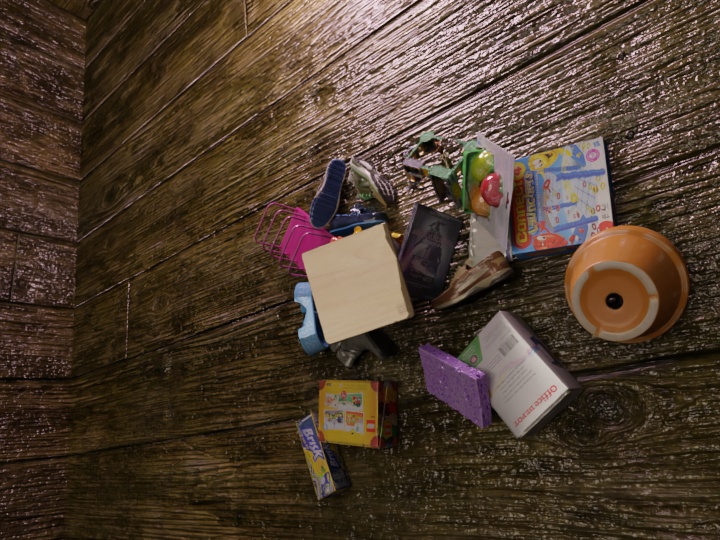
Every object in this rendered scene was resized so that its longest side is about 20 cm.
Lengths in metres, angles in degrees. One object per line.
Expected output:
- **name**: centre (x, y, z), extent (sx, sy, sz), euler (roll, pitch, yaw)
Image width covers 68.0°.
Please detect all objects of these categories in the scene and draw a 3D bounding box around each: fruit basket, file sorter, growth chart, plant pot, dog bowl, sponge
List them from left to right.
- **file sorter**: centre (-0.191, -0.085, 1.517), extent (0.199, 0.124, 0.141), euler (38, 109, 39)
- **dog bowl**: centre (-0.123, 0.124, 1.437), extent (0.049, 0.111, 0.204), euler (-16, 70, 22)
- **sponge**: centre (0.194, 0.236, 1.118), extent (0.199, 0.029, 0.114), euler (21, 127, 60)
- **fruit basket**: centre (0.271, -0.167, 1.084), extent (0.200, 0.092, 0.188), euler (-120, 24, -61)
- **growth chart**: centre (0.295, -0.082, 1.171), extent (0.143, 0.018, 0.204), euler (4, 84, 41)
- **plant pot**: centre (0.431, 0.033, 0.887), extent (0.197, 0.182, 0.204), euler (6, 101, 32)

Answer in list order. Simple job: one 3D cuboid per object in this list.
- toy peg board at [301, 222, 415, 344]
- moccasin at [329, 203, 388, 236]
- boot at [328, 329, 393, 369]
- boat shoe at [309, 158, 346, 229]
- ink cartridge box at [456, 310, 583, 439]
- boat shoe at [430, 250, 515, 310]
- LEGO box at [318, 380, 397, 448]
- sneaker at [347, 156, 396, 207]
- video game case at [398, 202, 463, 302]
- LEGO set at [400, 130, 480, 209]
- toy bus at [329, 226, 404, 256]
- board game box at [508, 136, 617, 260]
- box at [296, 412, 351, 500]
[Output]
- **toy peg board**: centre (0.002, 0.030, 1.151), extent (0.197, 0.098, 0.203), euler (-19, 83, 12)
- **moccasin**: centre (-0.012, -0.139, 1.407), extent (0.198, 0.080, 0.070), euler (-4, 74, 39)
- **boot**: centre (-0.001, 0.197, 1.350), extent (0.200, 0.067, 0.132), euler (42, 114, 45)
- **boat shoe**: centre (-0.089, -0.207, 1.491), extent (0.072, 0.071, 0.203), euler (157, 135, -78)
- **ink cartridge box**: centre (0.311, 0.204, 1.056), extent (0.146, 0.087, 0.201), euler (-52, 52, 22)
- **boat shoe**: centre (0.238, 0.024, 1.158), extent (0.198, 0.075, 0.075), euler (-31, 70, 30)
- **LEGO box**: centre (-0.009, 0.347, 1.311), extent (0.198, 0.077, 0.152), euler (-8, 76, 39)
- **sneaker**: centre (0.025, -0.214, 1.407), extent (0.201, 0.076, 0.089), euler (55, 129, 39)
- **video game case**: centre (0.149, -0.035, 1.206), extent (0.019, 0.141, 0.203), euler (23, 97, 57)
- **LEGO set**: centre (0.196, -0.230, 1.250), extent (0.198, 0.116, 0.155), euler (16, 63, 37)
- **toy bus**: centre (0.000, 0.000, 1.269), extent (0.189, 0.136, 0.203), euler (16, 71, 14)
- **board game box**: centre (0.395, -0.137, 1.060), extent (0.193, 0.056, 0.204), euler (-10, 75, 34)
- **box**: centre (-0.097, 0.471, 1.372), extent (0.070, 0.064, 0.202), euler (-38, 58, 28)
